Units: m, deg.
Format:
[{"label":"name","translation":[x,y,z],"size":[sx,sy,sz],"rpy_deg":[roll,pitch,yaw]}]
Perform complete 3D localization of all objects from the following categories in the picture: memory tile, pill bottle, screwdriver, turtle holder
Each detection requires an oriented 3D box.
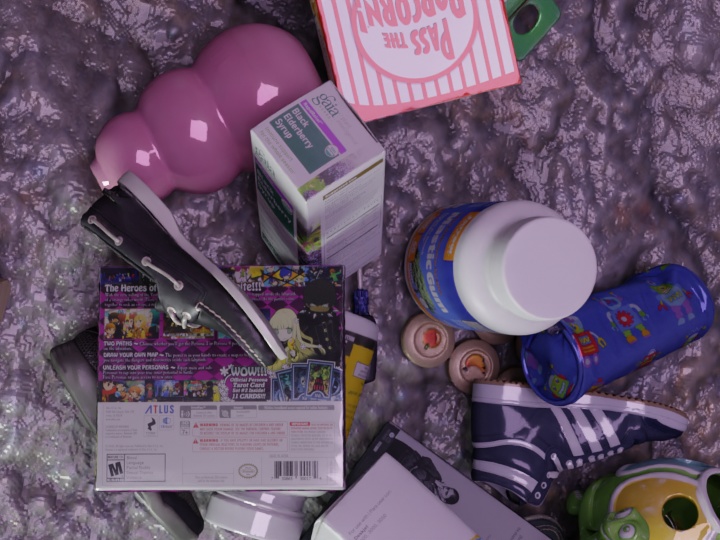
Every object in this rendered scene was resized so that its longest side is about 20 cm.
[{"label":"memory tile","translation":[0.144,0.054,1.565],"size":[0.200,0.017,0.153],"rpy_deg":[30,82,-16]},{"label":"pill bottle","translation":[0.118,-0.003,1.443],"size":[0.112,0.200,0.112],"rpy_deg":[0,90,-17]},{"label":"screwdriver","translation":[0.000,0.000,1.509],"size":[0.028,0.029,0.200],"rpy_deg":[-3,96,-18]},{"label":"turtle holder","translation":[0.258,0.221,1.502],"size":[0.185,0.132,0.141],"rpy_deg":[32,42,-32]},{"label":"pill bottle","translation":[-0.063,0.125,1.451],"size":[0.111,0.111,0.200],"rpy_deg":[18,85,-17]}]

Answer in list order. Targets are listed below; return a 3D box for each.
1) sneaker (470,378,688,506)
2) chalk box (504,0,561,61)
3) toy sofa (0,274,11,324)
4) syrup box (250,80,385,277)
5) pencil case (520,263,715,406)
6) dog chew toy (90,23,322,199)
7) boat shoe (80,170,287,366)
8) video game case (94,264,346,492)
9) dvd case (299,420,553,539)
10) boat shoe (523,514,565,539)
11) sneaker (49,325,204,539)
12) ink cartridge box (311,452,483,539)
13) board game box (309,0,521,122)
[{"label":"sneaker","translation":[0.190,0.160,1.534],"size":[0.200,0.070,0.109],"rpy_deg":[8,83,-10]},{"label":"chalk box","translation":[0.094,-0.272,1.490],"size":[0.200,0.124,0.124],"rpy_deg":[44,78,-13]},{"label":"toy sofa","translation":[-0.352,0.084,1.385],"size":[0.083,0.098,0.200],"rpy_deg":[11,87,7]},{"label":"syrup box","translation":[-0.034,-0.061,1.403],"size":[0.081,0.200,0.079],"rpy_deg":[-34,71,-13]},{"label":"pencil case","translation":[0.223,0.052,1.520],"size":[0.200,0.078,0.087],"rpy_deg":[-20,65,-39]},{"label":"dog chew toy","translation":[-0.129,-0.121,1.428],"size":[0.200,0.125,0.125],"rpy_deg":[-27,98,-7]},{"label":"boat shoe","translation":[-0.138,0.009,1.338],"size":[0.060,0.074,0.200],"rpy_deg":[-42,78,-7]},{"label":"video game case","translation":[-0.110,0.086,1.379],"size":[0.200,0.036,0.181],"rpy_deg":[-1,82,1]},{"label":"dvd case","translation":[0.061,0.248,1.496],"size":[0.200,0.025,0.150],"rpy_deg":[36,76,7]},{"label":"boat shoe","translation":[0.113,0.295,1.533],"size":[0.200,0.062,0.073],"rpy_deg":[-38,101,-14]},{"label":"sneaker","translation":[-0.163,0.126,1.437],"size":[0.114,0.076,0.200],"rpy_deg":[-30,94,-9]},{"label":"ink cartridge box","translation":[0.059,0.254,1.406],"size":[0.200,0.145,0.085],"rpy_deg":[41,73,8]},{"label":"board game box","translation":[0.034,-0.231,1.392],"size":[0.151,0.046,0.200],"rpy_deg":[-16,101,-7]}]
